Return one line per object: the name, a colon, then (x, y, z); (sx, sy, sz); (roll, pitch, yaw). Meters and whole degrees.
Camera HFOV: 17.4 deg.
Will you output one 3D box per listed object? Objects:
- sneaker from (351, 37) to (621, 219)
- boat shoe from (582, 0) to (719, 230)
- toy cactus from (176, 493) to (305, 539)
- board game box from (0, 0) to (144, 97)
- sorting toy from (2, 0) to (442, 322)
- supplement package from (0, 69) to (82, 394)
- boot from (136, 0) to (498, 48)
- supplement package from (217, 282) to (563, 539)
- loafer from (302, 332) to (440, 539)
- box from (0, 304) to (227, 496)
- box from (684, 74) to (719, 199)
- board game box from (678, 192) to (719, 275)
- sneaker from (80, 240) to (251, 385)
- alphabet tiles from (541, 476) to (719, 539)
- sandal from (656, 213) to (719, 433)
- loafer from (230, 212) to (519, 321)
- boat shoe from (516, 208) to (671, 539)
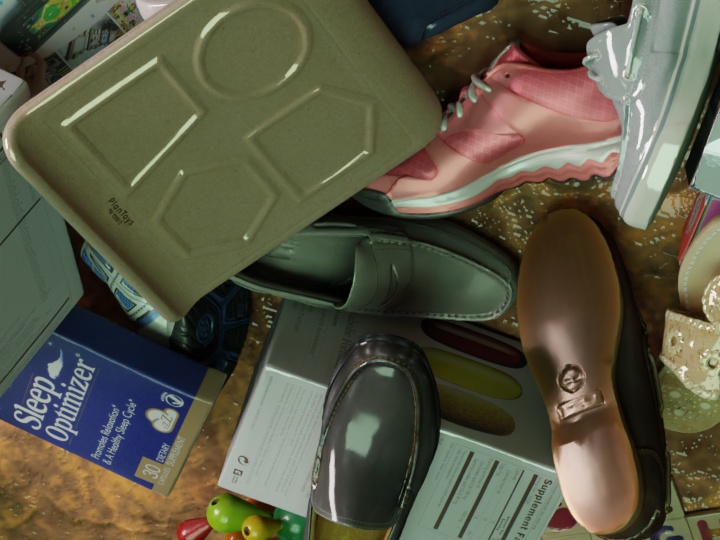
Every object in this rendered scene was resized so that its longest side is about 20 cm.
sneaker: (0.082, -0.092, 1.368); (0.200, 0.074, 0.087); (-13, 112, 13)
boat shoe: (0.161, -0.125, 1.293); (0.071, 0.070, 0.201); (17, 102, 11)
toy cactus: (-0.009, 0.195, 1.583); (0.200, 0.102, 0.165); (40, 115, -7)
board game box: (-0.119, -0.116, 1.345); (0.148, 0.064, 0.200); (-43, 113, -3)
sorting toy: (-0.072, -0.082, 1.281); (0.200, 0.037, 0.185); (-37, 136, 4)
supplement package: (-0.243, -0.028, 1.316); (0.109, 0.114, 0.200); (26, 150, 20)
boot: (-0.019, -0.152, 1.301); (0.200, 0.073, 0.091); (-20, 125, -3)
supplement package: (0.028, 0.097, 1.479); (0.200, 0.114, 0.110); (20, 128, -4)
loafer: (0.004, 0.128, 1.389); (0.073, 0.072, 0.200); (11, 126, 5)
box: (-0.193, 0.063, 1.484); (0.200, 0.032, 0.121); (26, 141, -1)
box: (0.283, -0.115, 1.268); (0.157, 0.050, 0.200); (19, 107, -1)
board game box: (0.303, -0.042, 1.361); (0.199, 0.040, 0.153); (18, 127, 0)
sneaker: (-0.126, -0.003, 1.477); (0.077, 0.076, 0.200); (7, 127, 31)
alphabet tiles: (0.190, 0.224, 1.601); (0.166, 0.006, 0.200); (-10, 122, 20)
sandal: (0.212, 0.054, 1.397); (0.077, 0.070, 0.212); (16, 145, 1)
loafer: (0.000, 0.000, 1.433); (0.199, 0.070, 0.070); (10, 123, -6)
boat shoe: (0.143, 0.065, 1.412); (0.070, 0.201, 0.070); (-13, 165, 30)
